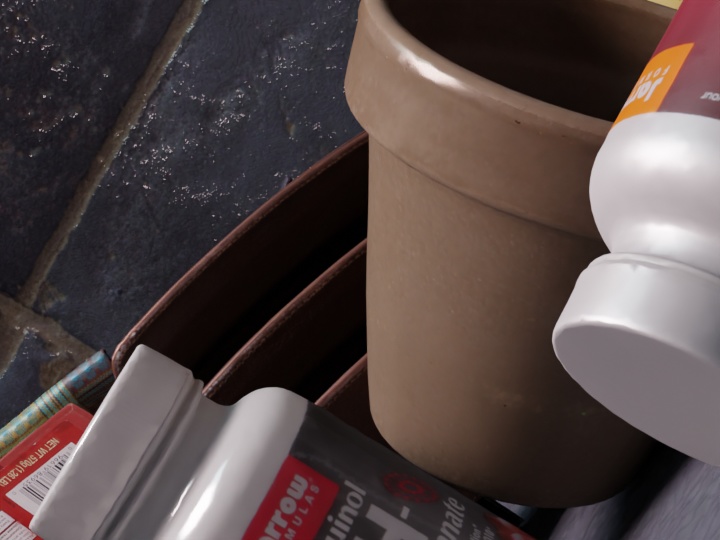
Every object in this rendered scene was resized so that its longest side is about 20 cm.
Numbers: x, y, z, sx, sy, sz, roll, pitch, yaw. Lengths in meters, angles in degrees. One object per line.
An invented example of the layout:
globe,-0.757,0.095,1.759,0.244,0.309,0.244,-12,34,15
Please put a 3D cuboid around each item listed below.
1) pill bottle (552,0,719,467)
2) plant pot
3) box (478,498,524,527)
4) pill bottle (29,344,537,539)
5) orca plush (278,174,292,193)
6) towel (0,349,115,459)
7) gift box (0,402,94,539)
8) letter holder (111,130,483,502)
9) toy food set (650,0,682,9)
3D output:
pill bottle,0.140,-0.044,0.638,0.200,0.113,0.113,-60,4,-18
plant pot,0.079,-0.006,0.834,0.200,0.199,0.175,-68,-9,-68
box,-0.006,0.198,1.019,0.200,0.060,0.117,-60,4,-20
pill bottle,-0.020,0.114,0.798,0.111,0.200,0.111,-58,5,8
orca plush,0.000,0.000,1.104,0.106,0.071,0.200,-67,17,-12
towel,-0.186,0.143,1.173,0.200,0.022,0.147,-39,-38,-2
gift box,-0.143,0.200,1.110,0.184,0.200,0.187,-36,-40,-29
letter holder,0.007,0.033,0.952,0.200,0.142,0.101,-40,21,-11
toy food set,0.172,-0.164,1.000,0.199,0.049,0.198,-20,37,28
